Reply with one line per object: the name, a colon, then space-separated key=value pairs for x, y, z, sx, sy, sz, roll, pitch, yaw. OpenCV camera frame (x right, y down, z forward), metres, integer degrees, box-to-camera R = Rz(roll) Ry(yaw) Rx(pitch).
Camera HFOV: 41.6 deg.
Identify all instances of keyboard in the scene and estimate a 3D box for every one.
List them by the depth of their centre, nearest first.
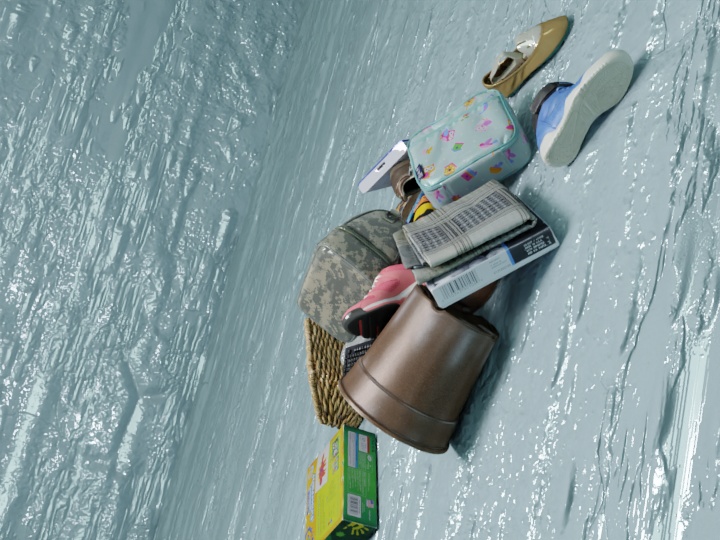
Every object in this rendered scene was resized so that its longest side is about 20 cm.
keyboard: x=0.031 y=0.132 z=1.699 sx=0.200 sy=0.021 sz=0.128 roll=-22 pitch=51 yaw=52

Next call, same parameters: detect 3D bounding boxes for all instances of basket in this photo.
basket: x=-0.069 y=0.215 z=1.904 sx=0.143 sy=0.148 sz=0.200 roll=-61 pitch=22 yaw=28

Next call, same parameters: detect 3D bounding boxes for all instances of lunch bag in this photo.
lunch bag: x=0.173 y=-0.204 z=1.580 sx=0.199 sy=0.077 sz=0.161 roll=-28 pitch=47 yaw=16
lunch bag: x=0.000 y=0.000 z=1.657 sx=0.168 sy=0.139 sz=0.201 roll=-45 pitch=-16 yaw=-41

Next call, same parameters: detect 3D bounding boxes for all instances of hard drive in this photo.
hard drive: x=0.093 y=-0.207 z=1.798 sx=0.132 sy=0.025 sz=0.200 roll=-43 pitch=-13 yaw=33

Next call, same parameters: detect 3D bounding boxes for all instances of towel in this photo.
towel: x=0.146 y=-0.066 z=1.427 sx=0.199 sy=0.035 sz=0.193 roll=-28 pitch=25 yaw=3

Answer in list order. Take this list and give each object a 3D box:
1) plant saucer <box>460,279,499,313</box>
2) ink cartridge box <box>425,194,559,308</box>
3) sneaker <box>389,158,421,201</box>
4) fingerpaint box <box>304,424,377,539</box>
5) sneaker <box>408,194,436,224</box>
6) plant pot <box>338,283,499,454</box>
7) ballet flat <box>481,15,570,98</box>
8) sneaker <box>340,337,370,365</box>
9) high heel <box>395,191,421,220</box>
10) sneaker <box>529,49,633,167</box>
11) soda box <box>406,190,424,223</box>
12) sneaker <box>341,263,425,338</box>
plant saucer: x=0.185 y=-0.025 z=1.586 sx=0.201 sy=0.036 sz=0.201 roll=-90 pitch=26 yaw=-46
ink cartridge box: x=0.175 y=-0.040 z=1.442 sx=0.197 sy=0.044 sz=0.200 roll=-29 pitch=24 yaw=0
sneaker: x=0.150 y=-0.180 z=1.686 sx=0.199 sy=0.070 sz=0.076 roll=-25 pitch=46 yaw=15
fingerpaint box: x=-0.036 y=0.415 z=1.736 sx=0.167 sy=0.073 sz=0.201 roll=-55 pitch=24 yaw=38
sneaker: x=0.115 y=-0.050 z=1.698 sx=0.201 sy=0.069 sz=0.090 roll=98 pitch=174 yaw=-55
plant pot: x=0.098 y=0.140 z=1.452 sx=0.199 sy=0.199 sz=0.200 roll=-60 pitch=20 yaw=11
ballet flat: x=0.275 y=-0.363 z=1.608 sx=0.200 sy=0.063 sz=0.069 roll=-48 pitch=30 yaw=49
sneaker: x=0.045 y=0.111 z=1.793 sx=0.200 sy=0.079 sz=0.079 roll=-54 pitch=26 yaw=25
high heel: x=0.120 y=-0.123 z=1.799 sx=0.201 sy=0.071 sz=0.143 roll=-67 pitch=10 yaw=-15
sneaker: x=0.312 y=-0.258 z=1.376 sx=0.200 sy=0.076 sz=0.112 roll=116 pitch=152 yaw=-41
soda box: x=0.117 y=-0.066 z=1.765 sx=0.201 sy=0.067 sz=0.064 roll=-64 pitch=20 yaw=22
sneaker: x=0.044 y=0.041 z=1.520 sx=0.087 sy=0.199 sz=0.074 roll=47 pitch=148 yaw=34
